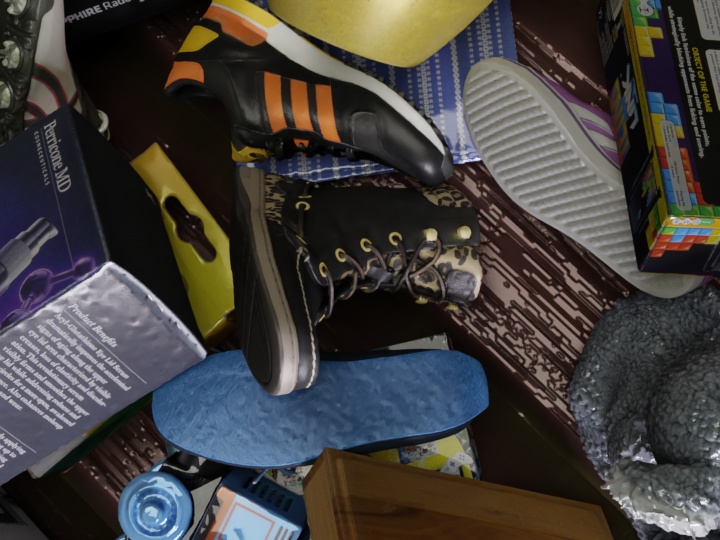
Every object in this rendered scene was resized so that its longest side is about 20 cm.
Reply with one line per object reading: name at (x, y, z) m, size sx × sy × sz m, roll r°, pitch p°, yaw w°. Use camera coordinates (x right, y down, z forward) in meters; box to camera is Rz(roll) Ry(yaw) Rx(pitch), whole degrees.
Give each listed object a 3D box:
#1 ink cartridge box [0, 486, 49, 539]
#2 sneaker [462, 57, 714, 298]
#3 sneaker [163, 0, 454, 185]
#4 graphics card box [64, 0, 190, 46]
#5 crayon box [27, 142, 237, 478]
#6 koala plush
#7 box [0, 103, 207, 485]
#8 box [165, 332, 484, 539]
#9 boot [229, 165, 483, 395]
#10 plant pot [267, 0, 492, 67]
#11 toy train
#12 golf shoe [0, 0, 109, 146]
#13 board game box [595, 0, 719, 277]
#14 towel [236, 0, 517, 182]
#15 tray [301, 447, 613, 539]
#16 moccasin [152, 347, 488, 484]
ink cartridge box at (-0.273, 0.200, 0.787) m, size 0.200 × 0.067 × 0.116 m, roll 40°, pitch 93°, yaw 23°
sneaker at (0.159, -0.069, 0.760) m, size 0.201 × 0.114 × 0.073 m, roll 46°, pitch 138°, yaw 21°
sneaker at (-0.036, -0.093, 0.767) m, size 0.199 × 0.070 × 0.090 m, roll 35°, pitch 85°, yaw 16°
graphics card box at (-0.161, -0.224, 0.807) m, size 0.198 × 0.051 × 0.126 m, roll -17°, pitch 55°, yaw 7°
crayon box at (-0.170, 0.028, 0.812) m, size 0.199 × 0.051 × 0.127 m, roll -39°, pitch 81°, yaw 5°
koala plush at (0.201, 0.088, 0.674) m, size 0.177 × 0.200 × 0.184 m, roll -39°, pitch 81°, yaw 5°
box at (-0.210, 0.025, 0.712) m, size 0.199 × 0.104 × 0.149 m, roll -33°, pitch 47°, yaw 5°
box at (-0.022, 0.130, 0.788) m, size 0.198 × 0.038 × 0.138 m, roll -13°, pitch 84°, yaw 8°
boot at (0.000, 0.000, 0.717) m, size 0.149 × 0.200 × 0.074 m, roll 2°, pitch 118°, yaw -13°
plant pot at (0.013, -0.210, 0.732) m, size 0.199 × 0.200 × 0.143 m, roll 26°, pitch 109°, yaw 10°
toy train at (-0.113, 0.205, 0.738) m, size 0.113 × 0.087 × 0.202 m, roll 27°, pitch 92°, yaw 4°
golf shoe at (-0.207, -0.112, 0.778) m, size 0.077 × 0.087 × 0.202 m, roll 42°, pitch 130°, yaw 34°
board game box at (0.231, -0.090, 0.693) m, size 0.163 × 0.057 × 0.202 m, roll 5°, pitch 55°, yaw -6°
towel at (0.007, -0.134, 0.815) m, size 0.198 × 0.024 × 0.147 m, roll -7°, pitch 83°, yaw 6°
tray at (0.068, 0.167, 0.693) m, size 0.198 × 0.099 × 0.037 m, roll 15°, pitch 126°, yaw -25°
moccasin at (-0.023, 0.089, 0.724) m, size 0.197 × 0.068 × 0.081 m, roll 2°, pitch 76°, yaw -3°
